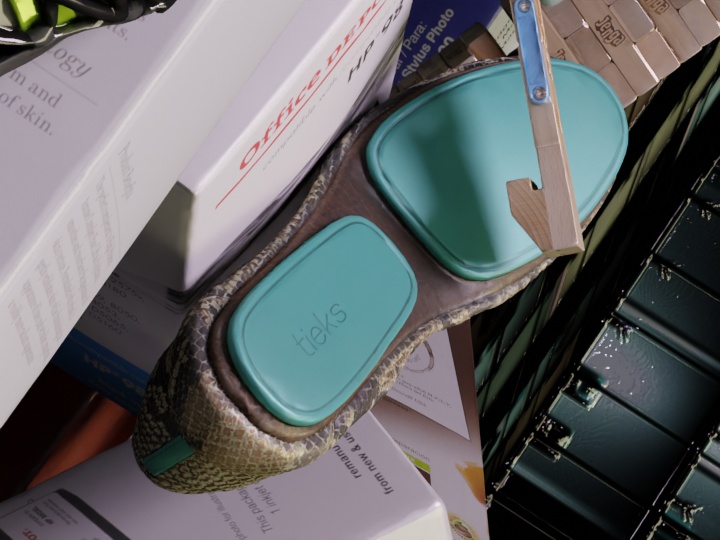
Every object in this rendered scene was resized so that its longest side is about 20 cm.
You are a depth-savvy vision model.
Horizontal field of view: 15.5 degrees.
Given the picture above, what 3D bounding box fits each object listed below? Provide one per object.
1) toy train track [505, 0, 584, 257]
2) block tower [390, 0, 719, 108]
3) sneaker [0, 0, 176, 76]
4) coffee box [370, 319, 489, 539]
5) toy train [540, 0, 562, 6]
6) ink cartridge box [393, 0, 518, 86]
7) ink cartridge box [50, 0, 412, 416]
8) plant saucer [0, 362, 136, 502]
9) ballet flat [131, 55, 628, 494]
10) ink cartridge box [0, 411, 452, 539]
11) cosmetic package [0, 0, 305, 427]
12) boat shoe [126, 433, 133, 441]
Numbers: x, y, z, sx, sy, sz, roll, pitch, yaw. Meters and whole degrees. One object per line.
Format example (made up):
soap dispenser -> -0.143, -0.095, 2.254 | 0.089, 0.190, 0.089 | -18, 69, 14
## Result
toy train track -> 0.029, -0.101, 0.741 | 0.115, 0.032, 0.201 | 19, 60, -81
block tower -> 0.061, -0.071, 0.995 | 0.200, 0.054, 0.058 | -36, -167, 4
sneaker -> -0.067, -0.069, 0.488 | 0.200, 0.083, 0.071 | -55, 170, -16
coffee box -> -0.011, 0.090, 1.073 | 0.114, 0.080, 0.200 | -53, -162, 25
toy train -> 0.076, -0.177, 0.919 | 0.200, 0.085, 0.114 | -47, 154, -41
ink cartridge box -> 0.058, -0.123, 1.103 | 0.197, 0.043, 0.200 | -56, 172, -3
ink cartridge box -> -0.043, -0.050, 0.731 | 0.116, 0.067, 0.200 | -53, 170, -24
plant saucer -> -0.112, 0.080, 0.903 | 0.200, 0.037, 0.200 | -55, 171, -21
ballet flat -> 0.000, 0.000, 0.754 | 0.075, 0.068, 0.200 | -35, -175, 46
ink cartridge box -> -0.069, 0.136, 0.775 | 0.200, 0.084, 0.145 | -26, 132, -14
cosmetic package -> -0.063, -0.056, 0.573 | 0.200, 0.074, 0.102 | -57, 177, -14
boat shoe -> -0.049, 0.062, 0.922 | 0.067, 0.072, 0.200 | -21, -165, 23
